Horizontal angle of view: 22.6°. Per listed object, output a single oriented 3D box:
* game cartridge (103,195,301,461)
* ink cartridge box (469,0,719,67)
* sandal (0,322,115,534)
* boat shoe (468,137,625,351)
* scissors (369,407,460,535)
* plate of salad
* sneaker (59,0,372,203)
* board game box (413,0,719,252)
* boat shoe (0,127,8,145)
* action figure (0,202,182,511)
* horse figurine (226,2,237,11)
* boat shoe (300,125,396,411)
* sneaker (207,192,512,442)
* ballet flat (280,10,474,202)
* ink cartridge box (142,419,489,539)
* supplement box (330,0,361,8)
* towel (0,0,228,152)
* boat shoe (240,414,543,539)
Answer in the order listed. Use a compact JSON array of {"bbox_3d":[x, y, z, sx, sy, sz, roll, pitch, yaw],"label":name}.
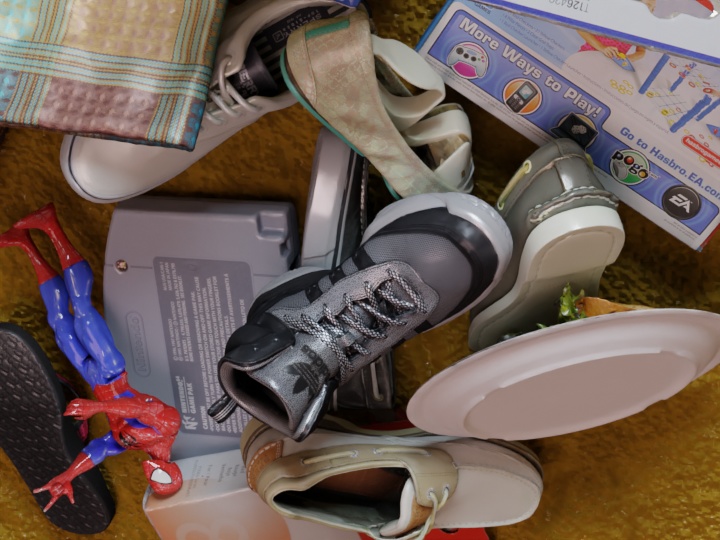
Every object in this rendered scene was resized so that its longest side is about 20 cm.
[{"bbox_3d":[-0.099,0.043,1.180,0.133,0.041,0.201,2,120,11],"label":"game cartridge"},{"bbox_3d":[0.163,-0.204,0.883,0.197,0.047,0.201,15,94,-5],"label":"ink cartridge box"},{"bbox_3d":[-0.220,0.104,1.253,0.075,0.045,0.200,2,134,21],"label":"sandal"},{"bbox_3d":[0.101,-0.008,1.046,0.072,0.060,0.202,-9,159,-13],"label":"boat shoe"},{"bbox_3d":[0.010,0.097,1.190,0.073,0.014,0.200,-36,106,31],"label":"scissors"},{"bbox_3d":[0.122,0.054,1.063,0.200,0.200,0.048,-25,66,27],"label":"plate of salad"},{"bbox_3d":[-0.082,-0.106,1.011,0.200,0.071,0.073,-38,109,-4],"label":"sneaker"},{"bbox_3d":[0.162,-0.143,0.981,0.200,0.056,0.196,34,123,-4],"label":"board game box"},{"bbox_3d":[-0.244,-0.109,1.114,0.070,0.070,0.200,26,122,5],"label":"boat shoe"},{"bbox_3d":[-0.186,0.068,1.147,0.065,0.099,0.200,-27,98,49],"label":"action figure"},{"bbox_3d":[-0.154,-0.123,1.058,0.200,0.050,0.133,27,95,-10],"label":"horse figurine"},{"bbox_3d":[0.000,0.000,1.111,0.071,0.072,0.200,3,125,2],"label":"boat shoe"},{"bbox_3d":[-0.005,0.033,1.002,0.200,0.114,0.076,-27,109,40],"label":"sneaker"},{"bbox_3d":[0.029,-0.078,1.009,0.062,0.068,0.200,-24,147,20],"label":"ballet flat"},{"bbox_3d":[-0.022,0.183,1.204,0.199,0.050,0.162,-10,127,20],"label":"ink cartridge box"},{"bbox_3d":[-0.014,-0.229,0.896,0.109,0.200,0.109,21,123,4],"label":"supplement box"},{"bbox_3d":[-0.140,-0.170,0.996,0.146,0.201,0.022,8,165,12],"label":"towel"},{"bbox_3d":[0.024,0.138,1.124,0.199,0.068,0.075,7,120,-16],"label":"boat shoe"}]
